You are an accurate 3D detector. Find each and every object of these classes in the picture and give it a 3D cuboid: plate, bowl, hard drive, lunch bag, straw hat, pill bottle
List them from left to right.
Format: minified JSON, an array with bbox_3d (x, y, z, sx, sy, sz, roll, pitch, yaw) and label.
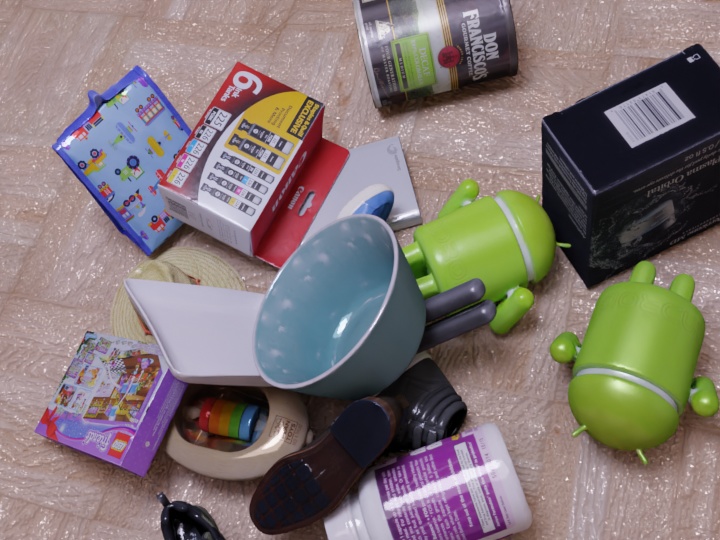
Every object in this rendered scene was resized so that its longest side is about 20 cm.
[{"bbox_3d":[-0.290,-0.148,1.104,0.151,0.201,0.094,-45,45,-15],"label":"lunch bag"},{"bbox_3d":[-0.245,0.035,1.070,0.197,0.085,0.204,-5,60,9],"label":"straw hat"},{"bbox_3d":[-0.153,0.077,0.968,0.200,0.197,0.033,45,118,48],"label":"plate"},{"bbox_3d":[-0.029,-0.095,1.129,0.197,0.027,0.134,-15,60,3],"label":"hard drive"},{"bbox_3d":[-0.008,0.053,0.897,0.199,0.105,0.203,-30,40,29],"label":"bowl"},{"bbox_3d":[0.065,0.240,0.874,0.197,0.113,0.114,-21,59,3],"label":"pill bottle"}]

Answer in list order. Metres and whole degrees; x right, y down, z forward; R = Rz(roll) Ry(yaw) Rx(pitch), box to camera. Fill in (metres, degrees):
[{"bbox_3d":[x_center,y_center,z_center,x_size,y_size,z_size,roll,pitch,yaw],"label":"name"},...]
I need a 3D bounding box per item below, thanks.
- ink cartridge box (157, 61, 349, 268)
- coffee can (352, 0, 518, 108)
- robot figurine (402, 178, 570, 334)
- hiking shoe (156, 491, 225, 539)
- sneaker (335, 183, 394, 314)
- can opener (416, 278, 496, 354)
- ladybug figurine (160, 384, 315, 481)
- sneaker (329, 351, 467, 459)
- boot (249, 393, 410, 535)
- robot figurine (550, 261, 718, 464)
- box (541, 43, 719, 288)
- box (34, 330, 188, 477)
[{"bbox_3d":[-0.127,-0.132,1.082,0.173,0.084,0.202,26,69,5],"label":"ink cartridge box"},{"bbox_3d":[0.100,-0.313,1.151,0.196,0.147,0.149,-12,60,6],"label":"coffee can"},{"bbox_3d":[0.139,-0.019,0.999,0.197,0.116,0.177,-24,64,-2],"label":"robot figurine"},{"bbox_3d":[-0.154,0.321,0.885,0.076,0.101,0.200,-41,61,-11],"label":"hiking shoe"},{"bbox_3d":[0.000,0.000,1.027,0.111,0.077,0.201,38,89,31],"label":"sneaker"},{"bbox_3d":[0.063,0.061,0.963,0.198,0.067,0.054,-26,98,28],"label":"can opener"},{"bbox_3d":[-0.142,0.176,0.979,0.197,0.072,0.137,12,64,19],"label":"ladybug figurine"},{"bbox_3d":[0.035,0.184,0.936,0.199,0.071,0.099,-41,57,-16],"label":"sneaker"},{"bbox_3d":[-0.026,0.198,0.881,0.200,0.097,0.075,-42,77,20],"label":"boot"},{"bbox_3d":[0.288,0.095,0.896,0.173,0.116,0.202,19,67,16],"label":"robot figurine"},{"bbox_3d":[0.315,-0.111,0.963,0.194,0.201,0.118,-25,59,-2],"label":"box"},{"bbox_3d":[-0.287,0.149,0.995,0.198,0.039,0.139,5,63,43],"label":"box"}]
